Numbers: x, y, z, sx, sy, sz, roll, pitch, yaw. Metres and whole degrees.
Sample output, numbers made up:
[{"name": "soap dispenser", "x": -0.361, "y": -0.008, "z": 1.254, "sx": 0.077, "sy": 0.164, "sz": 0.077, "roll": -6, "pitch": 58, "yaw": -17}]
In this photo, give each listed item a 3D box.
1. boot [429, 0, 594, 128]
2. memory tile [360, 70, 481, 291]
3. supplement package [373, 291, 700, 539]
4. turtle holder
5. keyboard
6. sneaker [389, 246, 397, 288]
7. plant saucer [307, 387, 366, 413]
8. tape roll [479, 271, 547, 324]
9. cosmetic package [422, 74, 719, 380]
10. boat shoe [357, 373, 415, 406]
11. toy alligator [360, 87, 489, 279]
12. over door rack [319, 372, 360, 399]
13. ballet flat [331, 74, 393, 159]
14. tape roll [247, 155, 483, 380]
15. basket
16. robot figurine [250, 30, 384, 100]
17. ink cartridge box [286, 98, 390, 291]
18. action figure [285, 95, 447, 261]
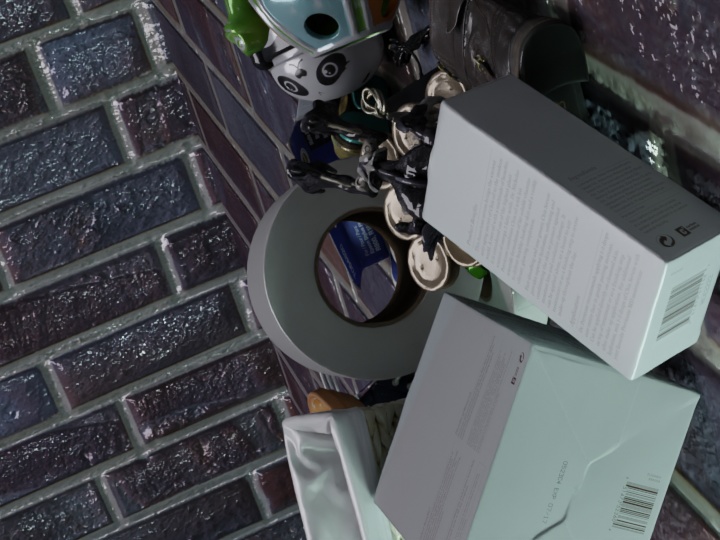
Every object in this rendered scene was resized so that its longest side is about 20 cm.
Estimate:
[{"name": "boot", "x": 0.107, "y": -0.134, "z": 1.099, "sx": 0.174, "sy": 0.069, "sz": 0.200, "roll": -133, "pitch": 33, "yaw": -54}, {"name": "memory tile", "x": 0.082, "y": -0.084, "z": 1.204, "sx": 0.200, "sy": 0.017, "sz": 0.154, "roll": -40, "pitch": 70, "yaw": 44}, {"name": "supplement package", "x": 0.129, "y": 0.142, "z": 1.138, "sx": 0.200, "sy": 0.147, "sz": 0.192, "roll": -146, "pitch": 74, "yaw": -72}, {"name": "turtle holder", "x": -0.048, "y": -0.258, "z": 1.311, "sx": 0.141, "sy": 0.185, "sz": 0.132, "roll": -66, "pitch": -45, "yaw": -81}, {"name": "keyboard", "x": 0.063, "y": -0.161, "z": 1.322, "sx": 0.200, "sy": 0.021, "sz": 0.127, "roll": 163, "pitch": 95, "yaw": -69}, {"name": "sneaker", "x": 0.078, "y": 0.004, "z": 1.550, "sx": 0.115, "sy": 0.080, "sz": 0.200, "roll": 75, "pitch": 174, "yaw": -55}, {"name": "plant saucer", "x": 0.013, "y": 0.201, "z": 1.475, "sx": 0.200, "sy": 0.037, "sz": 0.200, "roll": 55, "pitch": 167, "yaw": 20}, {"name": "tape roll", "x": 0.115, "y": -0.026, "z": 1.377, "sx": 0.203, "sy": 0.037, "sz": 0.203, "roll": 157, "pitch": 90, "yaw": -79}, {"name": "cosmetic package", "x": 0.136, "y": -0.032, "z": 0.957, "sx": 0.200, "sy": 0.071, "sz": 0.102, "roll": 40, "pitch": 139, "yaw": 32}, {"name": "boat shoe", "x": 0.073, "y": 0.121, "z": 1.494, "sx": 0.093, "sy": 0.200, "sz": 0.075, "roll": 48, "pitch": -150, "yaw": -4}, {"name": "toy alligator", "x": 0.069, "y": -0.082, "z": 1.272, "sx": 0.059, "sy": 0.054, "sz": 0.200, "roll": -47, "pitch": 65, "yaw": 42}, {"name": "over door rack", "x": 0.048, "y": 0.118, "z": 1.601, "sx": 0.067, "sy": 0.200, "sz": 0.148, "roll": -1, "pitch": 110, "yaw": 68}, {"name": "ballet flat", "x": 0.004, "y": -0.137, "z": 1.482, "sx": 0.200, "sy": 0.071, "sz": 0.071, "roll": -85, "pitch": -20, "yaw": -63}, {"name": "tape roll", "x": 0.000, "y": 0.000, "z": 1.358, "sx": 0.139, "sy": 0.202, "sz": 0.203, "roll": 167, "pitch": 81, "yaw": -78}, {"name": "basket", "x": 0.027, "y": 0.211, "z": 1.297, "sx": 0.136, "sy": 0.123, "sz": 0.201, "roll": -19, "pitch": 85, "yaw": 65}, {"name": "robot figurine", "x": -0.054, "y": -0.268, "z": 1.465, "sx": 0.150, "sy": 0.125, "sz": 0.200, "roll": 175, "pitch": 75, "yaw": -78}, {"name": "ink cartridge box", "x": -0.016, "y": -0.111, "z": 1.593, "sx": 0.200, "sy": 0.041, "sz": 0.200, "roll": -84, "pitch": -26, "yaw": -56}, {"name": "action figure", "x": 0.040, "y": -0.082, "z": 1.164, "sx": 0.200, "sy": 0.102, "sz": 0.119, "roll": 21, "pitch": 111, "yaw": 38}]
